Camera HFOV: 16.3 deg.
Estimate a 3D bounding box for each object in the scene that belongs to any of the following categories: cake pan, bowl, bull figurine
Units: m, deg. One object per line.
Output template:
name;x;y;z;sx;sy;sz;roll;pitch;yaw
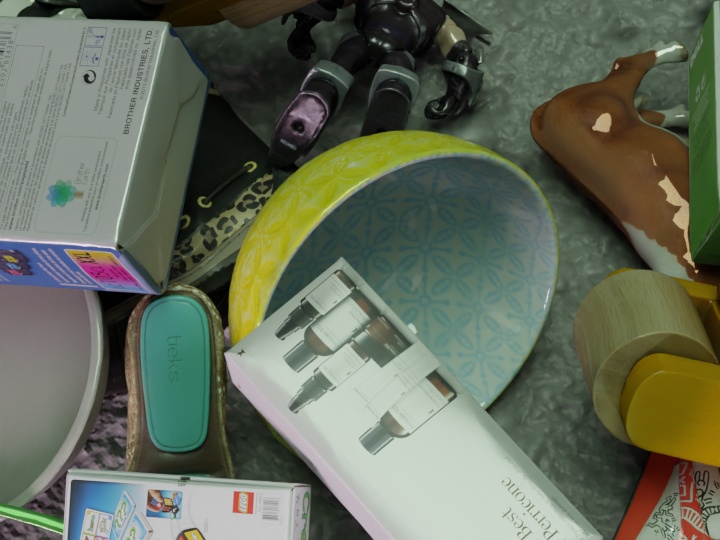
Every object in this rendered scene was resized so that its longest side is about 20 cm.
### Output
cake pan;-0.224;0.054;1.413;0.200;0.037;0.201;-6;74;23
bowl;0.000;0.000;1.406;0.200;0.200;0.108;-32;43;-16
bull figurine;0.190;-0.045;1.485;0.121;0.065;0.200;-32;69;-24

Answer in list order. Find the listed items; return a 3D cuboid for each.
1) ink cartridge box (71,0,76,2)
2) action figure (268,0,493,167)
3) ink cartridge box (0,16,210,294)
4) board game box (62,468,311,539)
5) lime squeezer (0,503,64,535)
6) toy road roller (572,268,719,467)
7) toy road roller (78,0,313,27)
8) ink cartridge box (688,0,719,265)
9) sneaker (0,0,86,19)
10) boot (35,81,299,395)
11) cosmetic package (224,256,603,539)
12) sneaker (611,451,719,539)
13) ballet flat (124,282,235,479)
ink cartridge box;-0.219;-0.244;1.570;0.199;0.147;0.145;8;59;6
action figure;0.008;-0.128;1.517;0.130;0.070;0.200;19;33;5
ink cartridge box;-0.195;-0.066;1.370;0.199;0.076;0.137;4;68;17
board game box;-0.094;0.206;1.298;0.126;0.035;0.201;3;88;16
lime squeezer;-0.112;0.180;1.343;0.071;0.038;0.200;-42;81;12
toy road roller;0.225;0.024;1.346;0.199;0.146;0.123;10;24;-9
toy road roller;-0.085;-0.221;1.423;0.123;0.200;0.146;-19;85;24
ink cartridge box;0.246;-0.095;1.452;0.103;0.059;0.201;7;58;-6
sneaker;-0.172;-0.126;1.474;0.088;0.074;0.200;-40;57;8
boot;-0.128;-0.027;1.481;0.200;0.073;0.151;-35;59;-8
cosmetic package;0.026;0.094;1.271;0.083;0.051;0.200;-40;72;-10
sneaker;0.187;0.168;1.354;0.108;0.067;0.202;17;58;15
ballet flat;-0.100;0.108;1.394;0.070;0.065;0.201;5;89;-1
